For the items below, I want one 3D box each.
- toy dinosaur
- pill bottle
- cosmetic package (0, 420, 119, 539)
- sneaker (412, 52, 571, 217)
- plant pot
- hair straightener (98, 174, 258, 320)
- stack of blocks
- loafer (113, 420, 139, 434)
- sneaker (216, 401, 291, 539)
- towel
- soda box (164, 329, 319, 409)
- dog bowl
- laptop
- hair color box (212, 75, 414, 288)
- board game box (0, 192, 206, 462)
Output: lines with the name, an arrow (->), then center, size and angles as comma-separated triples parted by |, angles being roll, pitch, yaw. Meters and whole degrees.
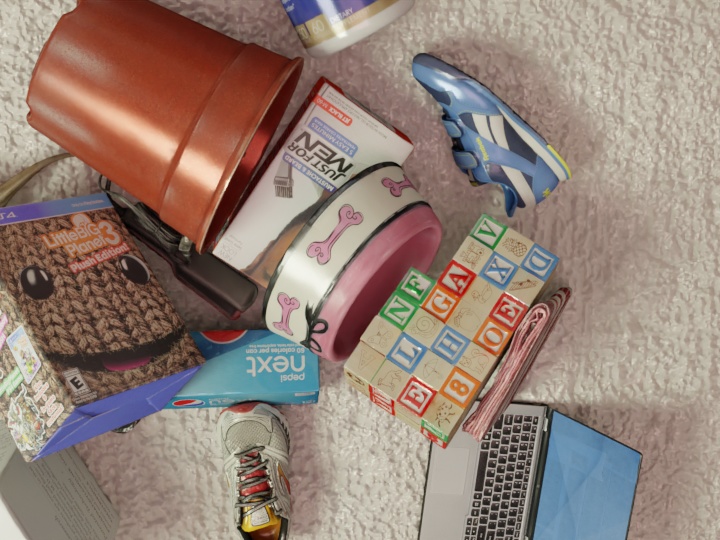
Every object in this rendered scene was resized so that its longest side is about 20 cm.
toy dinosaur -> -0.360, -0.062, 0.990 | 0.199, 0.106, 0.061 | -39, 101, 13
pill bottle -> -0.041, -0.307, 0.929 | 0.115, 0.116, 0.201 | -27, 105, 3
cosmetic package -> -0.364, 0.270, 1.021 | 0.166, 0.200, 0.168 | -26, 106, 4
sneaker -> 0.118, -0.133, 1.014 | 0.200, 0.074, 0.082 | 41, 101, -13
plant pot -> -0.182, -0.150, 0.931 | 0.194, 0.201, 0.202 | 29, 102, -4
hair straightener -> -0.181, -0.031, 1.021 | 0.200, 0.077, 0.041 | 43, 62, -8
stack of blocks -> 0.086, 0.048, 0.962 | 0.114, 0.059, 0.201 | 32, 73, 14
loafer -> -0.307, 0.104, 1.049 | 0.072, 0.063, 0.200 | -42, 105, 8
sneaker -> -0.103, 0.223, 1.072 | 0.077, 0.082, 0.202 | -10, 120, -3
towel -> 0.161, 0.085, 1.021 | 0.023, 0.200, 0.145 | 30, 103, 13
soda box -> -0.141, 0.101, 1.050 | 0.197, 0.064, 0.069 | -1, 71, -5
dog bowl -> 0.000, 0.000, 0.970 | 0.074, 0.200, 0.201 | 38, 101, 18
laptop -> 0.175, 0.251, 1.104 | 0.197, 0.116, 0.190 | 5, 105, -6
hair color box -> -0.049, -0.077, 1.021 | 0.110, 0.064, 0.201 | 32, 102, -13
board game box -> -0.266, 0.045, 0.935 | 0.097, 0.159, 0.201 | -44, 74, 35
